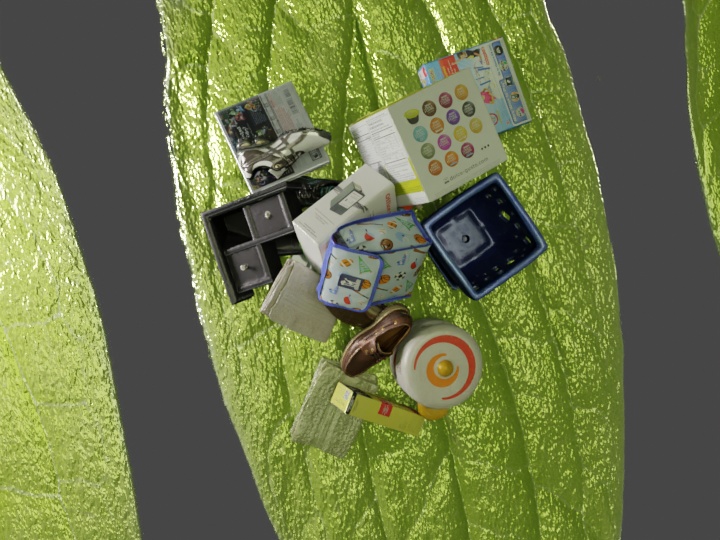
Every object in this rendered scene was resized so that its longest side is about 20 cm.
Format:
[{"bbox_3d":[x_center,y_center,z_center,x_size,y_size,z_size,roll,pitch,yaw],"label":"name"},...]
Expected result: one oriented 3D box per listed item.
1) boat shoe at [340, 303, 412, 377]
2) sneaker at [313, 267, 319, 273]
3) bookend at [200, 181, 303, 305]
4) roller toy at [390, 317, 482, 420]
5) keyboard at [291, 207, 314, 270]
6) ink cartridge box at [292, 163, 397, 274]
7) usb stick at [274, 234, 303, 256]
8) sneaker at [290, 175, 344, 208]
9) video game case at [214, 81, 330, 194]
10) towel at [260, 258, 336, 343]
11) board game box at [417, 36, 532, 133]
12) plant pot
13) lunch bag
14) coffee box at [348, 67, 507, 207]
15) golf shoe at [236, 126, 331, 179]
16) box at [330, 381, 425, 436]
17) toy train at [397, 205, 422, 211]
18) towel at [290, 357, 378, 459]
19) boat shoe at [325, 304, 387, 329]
[{"bbox_3d":[0.033,0.157,1.314,0.072,0.068,0.200,34,109,-29],"label":"boat shoe"},{"bbox_3d":[0.000,0.000,1.360,0.200,0.073,0.085,-8,90,-10],"label":"sneaker"},{"bbox_3d":[-0.194,-0.056,1.282,0.199,0.092,0.200,-17,92,16],"label":"bookend"},{"bbox_3d":[0.162,0.201,1.352,0.200,0.140,0.182,-44,100,-6],"label":"roller toy"},{"bbox_3d":[-0.106,-0.078,1.376,0.056,0.011,0.200,19,88,-3],"label":"keyboard"},{"bbox_3d":[-0.025,-0.096,1.269,0.200,0.146,0.084,-40,63,-16],"label":"ink cartridge box"},{"bbox_3d":[-0.105,-0.063,1.355,0.200,0.033,0.056,-5,81,-4],"label":"usb stick"},{"bbox_3d":[-0.096,-0.171,1.334,0.200,0.079,0.076,-1,90,0],"label":"sneaker"},{"bbox_3d":[-0.188,-0.282,1.335,0.182,0.023,0.200,-25,85,-8],"label":"video game case"},{"bbox_3d":[-0.110,0.067,1.314,0.200,0.034,0.133,30,87,-45],"label":"towel"},{"bbox_3d":[0.256,-0.391,1.401,0.196,0.056,0.200,-21,94,-8],"label":"board game box"},{"bbox_3d":[0.241,-0.070,1.343,0.200,0.180,0.200,-36,96,-7],"label":"plant pot"},{"bbox_3d":[0.019,-0.013,1.225,0.200,0.170,0.124,-10,49,-26],"label":"lunch bag"},{"bbox_3d":[0.131,-0.259,1.262,0.200,0.200,0.198,-30,102,-18],"label":"coffee box"},{"bbox_3d":[-0.153,-0.237,1.287,0.200,0.078,0.095,-10,86,5],"label":"golf shoe"},{"bbox_3d":[0.039,0.299,1.342,0.200,0.075,0.050,26,86,-27],"label":"box"},{"bbox_3d":[0.085,-0.228,1.383,0.150,0.056,0.200,22,84,-21],"label":"toy train"},{"bbox_3d":[-0.056,0.303,1.377,0.148,0.036,0.200,23,86,-9],"label":"towel"},{"bbox_3d":[0.006,0.078,1.352,0.200,0.072,0.072,27,132,-23],"label":"boat shoe"}]
